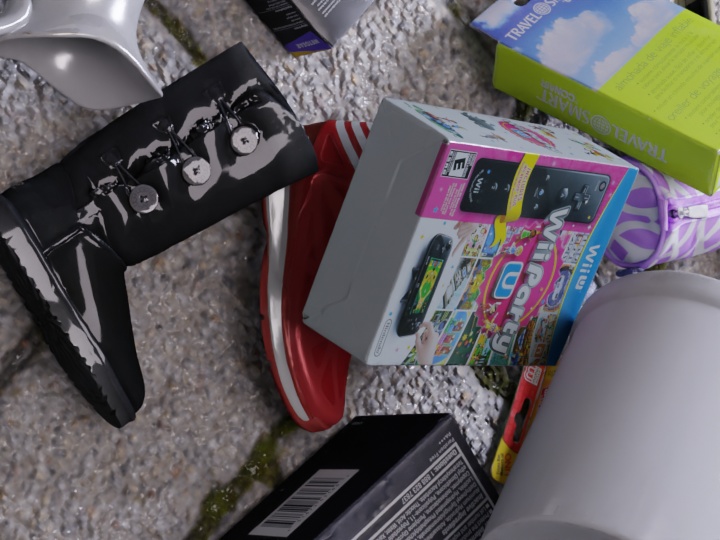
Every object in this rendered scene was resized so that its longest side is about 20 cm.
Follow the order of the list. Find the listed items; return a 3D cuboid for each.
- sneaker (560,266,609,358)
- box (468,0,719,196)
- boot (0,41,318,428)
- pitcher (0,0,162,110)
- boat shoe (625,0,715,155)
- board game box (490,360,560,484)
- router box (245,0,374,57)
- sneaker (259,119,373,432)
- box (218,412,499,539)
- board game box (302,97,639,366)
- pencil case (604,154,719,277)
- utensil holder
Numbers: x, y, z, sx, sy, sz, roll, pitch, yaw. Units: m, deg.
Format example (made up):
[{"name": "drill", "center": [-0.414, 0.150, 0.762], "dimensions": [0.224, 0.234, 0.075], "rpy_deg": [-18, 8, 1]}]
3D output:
[{"name": "sneaker", "center": [0.124, -0.012, 1.491], "dimensions": [0.200, 0.082, 0.075], "rpy_deg": [48, 65, -20]}, {"name": "box", "center": [0.186, -0.139, 1.494], "dimensions": [0.122, 0.200, 0.048], "rpy_deg": [-42, 151, -36]}, {"name": "boot", "center": [-0.112, -0.023, 1.342], "dimensions": [0.200, 0.066, 0.165], "rpy_deg": [-34, 104, -20]}, {"name": "pitcher", "center": [-0.180, -0.213, 1.281], "dimensions": [0.171, 0.121, 0.200], "rpy_deg": [19, 71, -48]}, {"name": "boat shoe", "center": [0.231, -0.135, 1.576], "dimensions": [0.071, 0.063, 0.200], "rpy_deg": [-7, 92, -33]}, {"name": "board game box", "center": [0.186, 0.138, 1.555], "dimensions": [0.200, 0.030, 0.096], "rpy_deg": [25, 75, -25]}, {"name": "router box", "center": [-0.022, -0.265, 1.434], "dimensions": [0.157, 0.052, 0.200], "rpy_deg": [49, 65, -20]}, {"name": "sneaker", "center": [0.000, 0.000, 1.388], "dimensions": [0.078, 0.115, 0.200], "rpy_deg": [-10, 94, -73]}, {"name": "box", "center": [0.010, 0.228, 1.384], "dimensions": [0.200, 0.123, 0.199], "rpy_deg": [-40, 106, -28]}, {"name": "board game box", "center": [0.071, -0.019, 1.359], "dimensions": [0.200, 0.064, 0.148], "rpy_deg": [3, 113, -51]}, {"name": "pencil case", "center": [0.252, -0.055, 1.522], "dimensions": [0.200, 0.085, 0.084], "rpy_deg": [-15, 92, -35]}, {"name": "utensil holder", "center": [0.178, 0.128, 1.348], "dimensions": [0.170, 0.170, 0.200], "rpy_deg": [47, 50, -20]}]
